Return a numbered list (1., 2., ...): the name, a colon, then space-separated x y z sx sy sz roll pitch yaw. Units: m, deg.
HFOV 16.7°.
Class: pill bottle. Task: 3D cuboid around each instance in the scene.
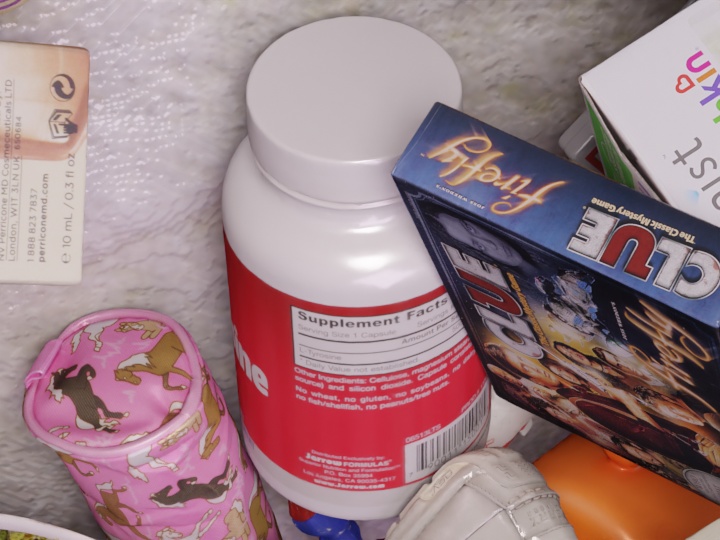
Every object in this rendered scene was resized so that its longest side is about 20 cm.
1. pill bottle: 0.000 0.000 1.010 0.111 0.113 0.201 -15 136 -13

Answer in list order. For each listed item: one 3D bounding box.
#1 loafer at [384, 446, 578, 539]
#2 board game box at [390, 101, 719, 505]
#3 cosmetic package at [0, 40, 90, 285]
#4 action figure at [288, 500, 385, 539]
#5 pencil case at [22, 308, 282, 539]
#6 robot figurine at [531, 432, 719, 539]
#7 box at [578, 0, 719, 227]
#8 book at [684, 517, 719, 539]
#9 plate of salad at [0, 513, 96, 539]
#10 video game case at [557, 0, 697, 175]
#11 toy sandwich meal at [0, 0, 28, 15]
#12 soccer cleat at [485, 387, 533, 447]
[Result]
1. loafer: 0.021 0.164 1.047 0.070 0.070 0.201 -3 135 -50
2. board game box: 0.096 0.022 0.925 0.035 0.135 0.200 -57 153 -15
3. cosmetic package: -0.204 -0.041 0.853 0.198 0.103 0.088 1 92 -30
4. action figure: 0.017 0.147 1.152 0.098 0.066 0.200 5 159 10
5. pencil case: -0.087 0.101 1.098 0.086 0.083 0.201 -20 140 -4
6. robot figurine: 0.129 0.124 1.137 0.116 0.145 0.199 -17 -170 46
7. box: 0.193 -0.043 0.970 0.176 0.097 0.200 -32 155 -1
8. book: 0.119 0.169 1.019 0.200 0.048 0.133 -40 149 24
9. plate of salad: -0.128 0.175 1.109 0.198 0.048 0.201 15 146 11
10. video game case: 0.195 -0.090 1.057 0.200 0.017 0.143 -47 131 10
11. toy sandwich meal: -0.156 -0.145 0.807 0.203 0.071 0.206 -15 139 -13
12. soccer cleat: 0.077 0.029 1.124 0.199 0.069 0.085 -28 136 -4
